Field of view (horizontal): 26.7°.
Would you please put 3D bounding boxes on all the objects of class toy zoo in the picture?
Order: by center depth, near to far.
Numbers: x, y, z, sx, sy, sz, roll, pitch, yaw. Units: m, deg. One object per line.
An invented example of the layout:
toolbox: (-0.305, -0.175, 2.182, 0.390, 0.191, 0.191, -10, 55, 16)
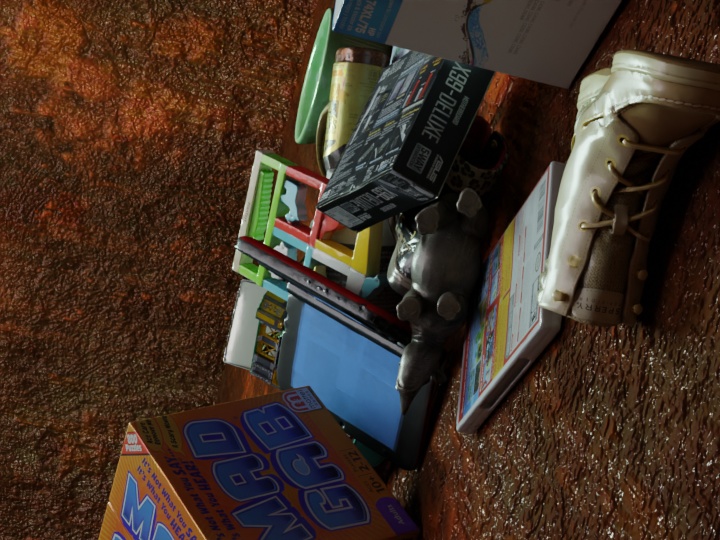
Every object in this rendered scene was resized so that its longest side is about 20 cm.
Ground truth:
toy zoo: (-0.044, -0.025, 1.493, 0.199, 0.020, 0.132, 27, 112, 38)

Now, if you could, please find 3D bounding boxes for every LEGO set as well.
LEGO set: (-0.030, 0.057, 1.664, 0.200, 0.115, 0.155, -45, -23, -53)

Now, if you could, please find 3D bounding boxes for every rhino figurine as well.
rhino figurine: (0.063, 0.026, 1.272, 0.087, 0.059, 0.202, -19, -57, -78)

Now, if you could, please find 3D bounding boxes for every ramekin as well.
ramekin: (-0.025, -0.273, 2.216, 0.200, 0.097, 0.202, -167, 90, -81)

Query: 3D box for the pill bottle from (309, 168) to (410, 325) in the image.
pill bottle: (0.000, 0.000, 1.544, 0.111, 0.110, 0.202, -128, 41, -78)

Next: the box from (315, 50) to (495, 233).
box: (0.042, -0.126, 1.342, 0.159, 0.050, 0.200, -64, 15, -16)

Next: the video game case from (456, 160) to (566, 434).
video game case: (0.118, 0.026, 1.190, 0.200, 0.017, 0.144, 119, 162, -58)

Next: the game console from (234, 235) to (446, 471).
game console: (-0.031, 0.076, 1.403, 0.199, 0.172, 0.119, 27, 87, 37)

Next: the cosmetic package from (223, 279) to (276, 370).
cosmetic package: (-0.078, 0.075, 1.826, 0.200, 0.073, 0.105, 16, -93, -64)

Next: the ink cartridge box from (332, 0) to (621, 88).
ink cartridge box: (0.096, -0.257, 1.161, 0.146, 0.198, 0.148, 116, 164, -59)

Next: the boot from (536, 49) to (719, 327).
boot: (0.156, -0.044, 0.888, 0.200, 0.072, 0.157, 179, 104, -82)

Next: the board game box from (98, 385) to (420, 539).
board game box: (-0.102, 0.260, 1.393, 0.200, 0.199, 0.201, 49, 133, 37)

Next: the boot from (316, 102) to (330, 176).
boot: (0.002, -0.152, 1.794, 0.155, 0.071, 0.201, -82, -22, -46)

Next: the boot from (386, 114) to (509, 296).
boot: (0.080, -0.078, 1.404, 0.201, 0.073, 0.151, -76, 9, -58)

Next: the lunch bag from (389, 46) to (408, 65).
lunch bag: (0.071, -0.200, 1.623, 0.200, 0.075, 0.162, -143, 65, -81)

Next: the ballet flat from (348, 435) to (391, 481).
ballet flat: (0.006, 0.177, 1.536, 0.071, 0.069, 0.200, -61, 1, -41)

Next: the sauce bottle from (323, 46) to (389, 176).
sauce bottle: (-0.008, -0.140, 1.650, 0.066, 0.065, 0.202, 172, 105, -80)
